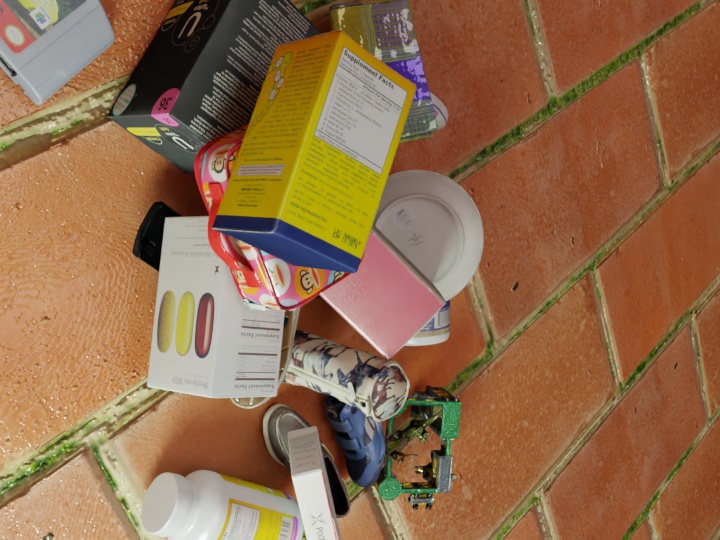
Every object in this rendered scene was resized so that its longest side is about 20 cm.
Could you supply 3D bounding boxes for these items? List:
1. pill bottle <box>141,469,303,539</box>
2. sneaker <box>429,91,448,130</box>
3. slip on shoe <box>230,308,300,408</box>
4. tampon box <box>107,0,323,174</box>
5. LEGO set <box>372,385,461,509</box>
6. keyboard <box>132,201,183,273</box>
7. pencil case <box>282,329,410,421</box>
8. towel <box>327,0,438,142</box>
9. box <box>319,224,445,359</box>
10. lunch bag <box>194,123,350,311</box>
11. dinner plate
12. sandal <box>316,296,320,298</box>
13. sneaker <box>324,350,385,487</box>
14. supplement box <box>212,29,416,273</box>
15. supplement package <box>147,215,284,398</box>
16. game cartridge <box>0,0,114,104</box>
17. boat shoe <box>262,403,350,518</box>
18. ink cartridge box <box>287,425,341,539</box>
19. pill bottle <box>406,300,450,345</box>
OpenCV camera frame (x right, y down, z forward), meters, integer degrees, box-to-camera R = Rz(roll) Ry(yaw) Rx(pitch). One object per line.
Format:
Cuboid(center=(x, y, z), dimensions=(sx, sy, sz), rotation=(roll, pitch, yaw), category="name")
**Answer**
Cuboid(center=(-0.175, 0.316, 0.999), dimensions=(0.200, 0.104, 0.104), rotation=(31, 75, -39), category="pill bottle")
Cuboid(center=(0.037, -0.222, 1.138), dimensions=(0.200, 0.073, 0.115), rotation=(21, 74, -30), category="sneaker")
Cuboid(center=(-0.124, 0.084, 1.041), dimensions=(0.076, 0.061, 0.200), rotation=(12, 81, -1), category="slip on shoe")
Cuboid(center=(-0.167, -0.226, 0.907), dimensions=(0.126, 0.150, 0.200), rotation=(37, 72, -39), category="tampon box")
Cuboid(center=(0.079, 0.262, 1.238), dimensions=(0.153, 0.116, 0.200), rotation=(-5, 96, -11), category="LEGO set")
Cuboid(center=(-0.213, 0.005, 0.977), dimensions=(0.200, 0.040, 0.104), rotation=(43, 59, -45), category="keyboard")
Cuboid(center=(-0.038, 0.135, 1.044), dimensions=(0.089, 0.200, 0.078), rotation=(-7, 107, -53), category="pencil case")
Cuboid(center=(0.034, -0.276, 1.085), dimensions=(0.143, 0.023, 0.200), rotation=(-14, 95, -33), category="towel")
Cuboid(center=(0.000, 0.000, 1.028), dimensions=(0.200, 0.128, 0.109), rotation=(44, 96, -8), category="box")
Cuboid(center=(-0.090, -0.059, 0.845), dimensions=(0.176, 0.082, 0.200), rotation=(-35, 118, -38), category="lunch bag")
Cuboid(center=(0.079, -0.042, 1.106), dimensions=(0.200, 0.024, 0.201), rotation=(-1, 97, -6), category="dinner plate")
Cuboid(center=(-0.034, -0.054, 1.125), dimensions=(0.075, 0.045, 0.200), rotation=(35, 87, -33), category="sandal")
Cuboid(center=(-0.014, 0.222, 1.153), dimensions=(0.082, 0.074, 0.200), rotation=(-4, 91, -39), category="sneaker")
Cuboid(center=(-0.044, -0.111, 0.761), dimensions=(0.109, 0.109, 0.200), rotation=(26, 78, -39), category="supplement box")
Cuboid(center=(-0.163, 0.043, 0.918), dimensions=(0.109, 0.114, 0.200), rotation=(11, 81, -53), category="supplement package")
Cuboid(center=(-0.355, -0.293, 0.811), dimensions=(0.133, 0.041, 0.200), rotation=(-54, 126, -27), category="game cartridge")
Cuboid(center=(-0.072, 0.273, 1.112), dimensions=(0.072, 0.059, 0.200), rotation=(-40, 119, -31), category="boat shoe")
Cuboid(center=(-0.050, 0.333, 1.009), dimensions=(0.045, 0.176, 0.200), rotation=(-12, 117, -4), category="ink cartridge box")
Cuboid(center=(0.079, 0.005, 1.180), dimensions=(0.111, 0.111, 0.200), rotation=(-7, 100, -41), category="pill bottle")
